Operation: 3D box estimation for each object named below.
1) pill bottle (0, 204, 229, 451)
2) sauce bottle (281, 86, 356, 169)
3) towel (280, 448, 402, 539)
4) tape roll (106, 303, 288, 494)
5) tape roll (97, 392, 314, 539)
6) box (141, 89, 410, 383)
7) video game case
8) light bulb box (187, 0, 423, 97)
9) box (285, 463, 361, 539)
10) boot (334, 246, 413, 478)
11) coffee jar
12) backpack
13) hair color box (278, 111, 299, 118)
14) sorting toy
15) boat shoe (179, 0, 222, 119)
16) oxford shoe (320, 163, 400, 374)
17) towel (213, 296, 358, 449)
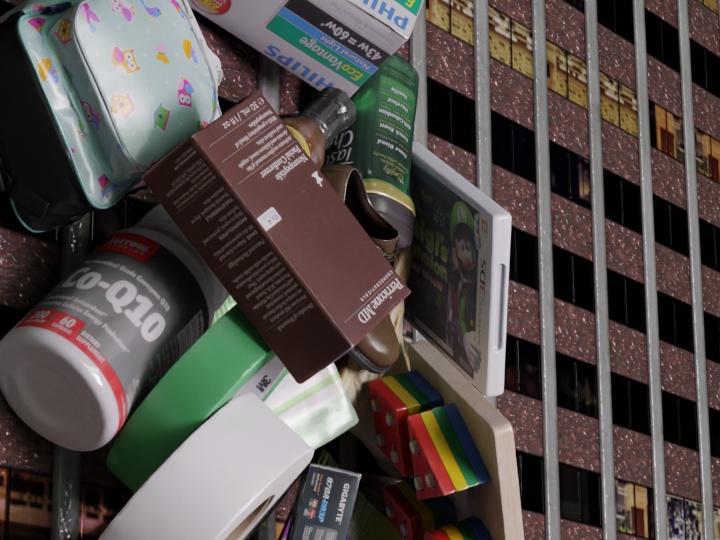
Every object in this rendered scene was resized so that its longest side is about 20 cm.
[{"bbox_3d":[-0.187,0.039,1.577,0.200,0.113,0.114,-50,120,-41],"label":"pill bottle"},{"bbox_3d":[-0.076,-0.089,1.726,0.200,0.064,0.065,-48,120,-35],"label":"sauce bottle"},{"bbox_3d":[-0.025,0.281,1.831,0.144,0.023,0.201,52,43,-32],"label":"towel"},{"bbox_3d":[-0.117,0.098,1.597,0.048,0.201,0.200,43,37,8],"label":"tape roll"},{"bbox_3d":[-0.128,0.191,1.558,0.071,0.203,0.202,42,37,7],"label":"tape roll"},{"bbox_3d":[-0.063,-0.026,1.522,0.200,0.075,0.100,53,39,-5],"label":"box"},{"bbox_3d":[0.085,-0.004,1.892,0.023,0.200,0.183,-9,116,-22],"label":"video game case"},{"bbox_3d":[-0.038,-0.299,1.835,0.198,0.125,0.201,32,51,-15],"label":"light bulb box"},{"bbox_3d":[-0.047,0.263,1.662,0.159,0.046,0.202,115,-11,-82],"label":"box"},{"bbox_3d":[0.030,0.081,1.917,0.155,0.072,0.201,45,53,-37],"label":"boot"},{"bbox_3d":[0.001,-0.103,1.894,0.085,0.104,0.201,27,54,-41],"label":"coffee jar"},{"bbox_3d":[-0.203,-0.147,1.597,0.177,0.153,0.200,65,29,-10],"label":"backpack"},{"bbox_3d":[-0.082,-0.036,1.808,0.101,0.061,0.202,-17,95,-56],"label":"hair color box"},{"bbox_3d":[0.075,0.196,1.805,0.069,0.199,0.201,-15,115,-16],"label":"sorting toy"},{"bbox_3d":[-0.149,-0.172,1.737,0.067,0.073,0.201,-31,105,-44],"label":"boat shoe"},{"bbox_3d":[0.000,0.000,1.790,0.073,0.084,0.201,-45,119,-54],"label":"oxford shoe"},{"bbox_3d":[-0.098,0.082,1.727,0.152,0.023,0.201,-30,109,-22],"label":"towel"}]
